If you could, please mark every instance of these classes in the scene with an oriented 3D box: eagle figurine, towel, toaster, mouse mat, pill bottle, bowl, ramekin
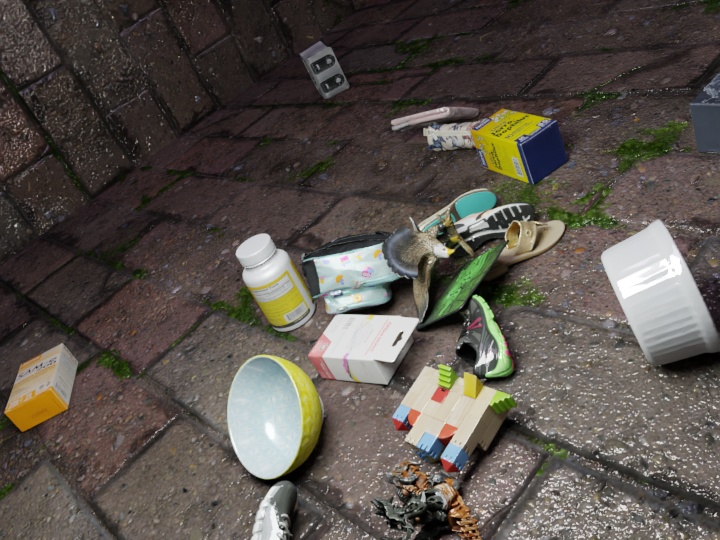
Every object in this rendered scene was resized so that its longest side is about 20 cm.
[{"bbox_3d":[0.121,-0.025,1.322,0.200,0.151,0.151,-48,-7,-20],"label":"eagle figurine"},{"bbox_3d":[0.210,-0.427,1.937,0.190,0.033,0.199,-6,8,34],"label":"towel"},{"bbox_3d":[-0.143,-0.794,2.707,0.118,0.182,0.200,-29,31,0],"label":"toaster"},{"bbox_3d":[0.191,0.028,1.299,0.200,0.008,0.161,-48,7,-32],"label":"mouse mat"},{"bbox_3d":[-0.185,0.025,1.485,0.110,0.201,0.112,-19,31,12],"label":"pill bottle"},{"bbox_3d":[-0.126,0.244,1.176,0.199,0.202,0.107,6,1,44],"label":"bowl"},{"bbox_3d":[0.426,0.038,0.991,0.097,0.201,0.201,-25,30,19],"label":"ramekin"}]

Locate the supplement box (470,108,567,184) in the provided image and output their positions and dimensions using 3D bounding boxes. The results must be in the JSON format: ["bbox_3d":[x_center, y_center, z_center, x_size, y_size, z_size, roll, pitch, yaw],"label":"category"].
[{"bbox_3d":[0.368,-0.294,1.616,0.108,0.110,0.200,-34,30,-12],"label":"supplement box"}]

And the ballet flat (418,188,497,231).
[{"bbox_3d":[0.208,-0.129,1.541,0.199,0.068,0.062,-28,20,-2],"label":"ballet flat"}]

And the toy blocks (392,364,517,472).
[{"bbox_3d":[0.126,0.231,1.048,0.199,0.100,0.137,12,59,51],"label":"toy blocks"}]

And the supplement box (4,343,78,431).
[{"bbox_3d":[-0.779,0.283,1.693,0.125,0.074,0.200,-27,30,-1],"label":"supplement box"}]

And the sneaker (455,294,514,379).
[{"bbox_3d":[0.195,0.110,1.178,0.083,0.077,0.200,-21,30,4],"label":"sneaker"}]

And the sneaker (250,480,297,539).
[{"bbox_3d":[-0.105,0.405,0.987,0.115,0.075,0.201,-1,50,30],"label":"sneaker"}]

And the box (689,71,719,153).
[{"bbox_3d":[0.780,-0.321,1.323,0.200,0.118,0.196,-43,34,-22],"label":"box"}]

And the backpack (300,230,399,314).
[{"bbox_3d":[0.000,0.000,1.394,0.198,0.155,0.176,-20,2,10],"label":"backpack"}]

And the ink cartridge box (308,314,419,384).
[{"bbox_3d":[0.016,0.144,1.276,0.199,0.068,0.117,-1,39,40],"label":"ink cartridge box"}]

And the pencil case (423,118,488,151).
[{"bbox_3d":[0.265,-0.356,1.817,0.199,0.079,0.089,7,13,44],"label":"pencil case"}]

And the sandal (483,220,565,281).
[{"bbox_3d":[0.309,-0.062,1.352,0.211,0.070,0.078,-32,31,-7],"label":"sandal"}]

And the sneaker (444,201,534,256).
[{"bbox_3d":[0.265,-0.101,1.444,0.198,0.074,0.080,-20,29,12],"label":"sneaker"}]

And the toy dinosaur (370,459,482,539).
[{"bbox_3d":[0.091,0.321,0.934,0.135,0.103,0.200,-23,4,-27],"label":"toy dinosaur"}]
